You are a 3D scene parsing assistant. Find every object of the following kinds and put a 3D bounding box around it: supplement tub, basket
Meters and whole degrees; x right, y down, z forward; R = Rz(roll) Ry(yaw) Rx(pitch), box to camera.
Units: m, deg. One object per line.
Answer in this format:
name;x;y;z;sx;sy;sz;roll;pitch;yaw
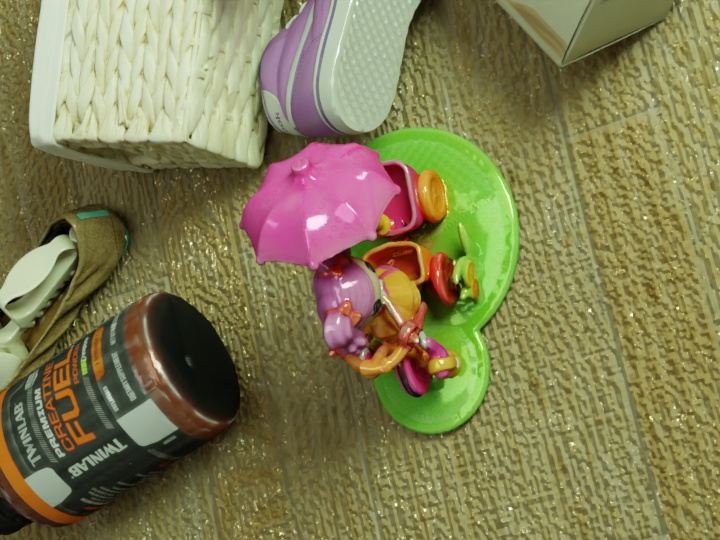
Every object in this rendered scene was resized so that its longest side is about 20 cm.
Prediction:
supplement tub;-0.186;0.106;1.053;0.199;0.107;0.108;-33;72;20
basket;-0.129;-0.169;1.037;0.122;0.135;0.203;7;88;22

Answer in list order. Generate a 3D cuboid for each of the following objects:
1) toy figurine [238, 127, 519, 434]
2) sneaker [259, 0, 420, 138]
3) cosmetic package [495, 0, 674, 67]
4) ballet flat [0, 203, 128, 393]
toy figurine;0.000;0.000;0.927;0.148;0.184;0.203;-10;82;25
sneaker;-0.013;-0.183;1.015;0.114;0.072;0.202;0;65;54
cosmetic package;0.102;-0.228;0.934;0.201;0.104;0.071;52;147;21
ballet flat;-0.243;0.034;1.106;0.068;0.072;0.201;45;105;23
